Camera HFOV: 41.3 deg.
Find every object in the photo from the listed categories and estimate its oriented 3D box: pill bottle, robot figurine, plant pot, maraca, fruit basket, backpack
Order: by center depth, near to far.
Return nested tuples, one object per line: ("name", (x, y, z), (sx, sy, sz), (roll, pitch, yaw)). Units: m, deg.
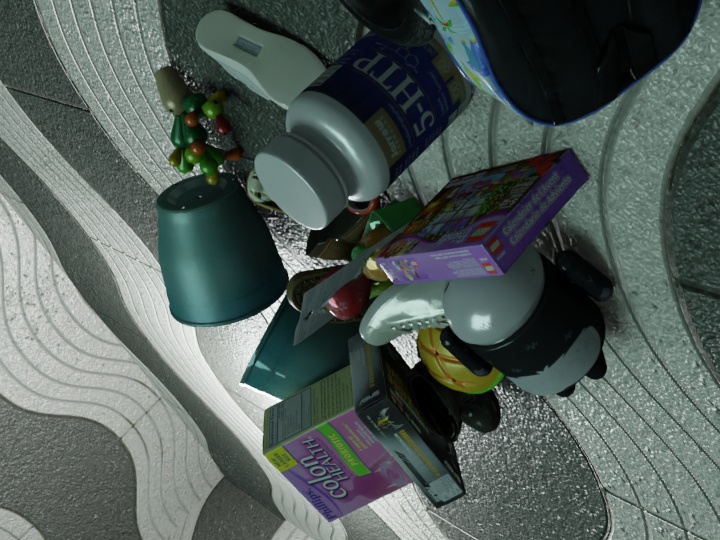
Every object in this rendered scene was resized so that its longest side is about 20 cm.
("backpack", (0.114, -0.209, 0.606), (0.200, 0.183, 0.147), (59, 176, -28))
("pill bottle", (0.000, -0.136, 0.895), (0.119, 0.200, 0.120), (36, 157, 18))
("robot figurine", (0.175, 0.050, 0.999), (0.200, 0.151, 0.125), (38, 173, -29))
("fruit basket", (0.000, 0.000, 1.144), (0.094, 0.199, 0.185), (55, 162, 15))
("maraca", (0.135, 0.070, 1.162), (0.137, 0.107, 0.200), (47, 140, 20))
("plant pot", (-0.059, 0.133, 1.496), (0.187, 0.201, 0.200), (28, 158, -1))
("plant pot", (-0.229, -0.045, 1.498), (0.200, 0.200, 0.189), (20, 133, 45))

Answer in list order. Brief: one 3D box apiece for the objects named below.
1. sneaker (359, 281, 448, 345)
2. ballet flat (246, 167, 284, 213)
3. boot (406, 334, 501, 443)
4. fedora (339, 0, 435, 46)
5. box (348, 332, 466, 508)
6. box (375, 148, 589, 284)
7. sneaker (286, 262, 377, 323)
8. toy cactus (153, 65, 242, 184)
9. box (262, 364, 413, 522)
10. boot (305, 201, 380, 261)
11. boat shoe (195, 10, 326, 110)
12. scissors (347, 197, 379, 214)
("sneaker", (0.080, 0.046, 1.099), (0.200, 0.073, 0.085), (-39, 61, 29))
("ballet flat", (-0.114, -0.114, 1.297), (0.063, 0.069, 0.200), (7, -172, -40))
("boot", (0.123, 0.181, 1.294), (0.200, 0.069, 0.174), (52, -161, -14))
("fedora", (0.024, -0.273, 0.741), (0.201, 0.092, 0.201), (48, 171, 11))
("box", (0.060, 0.190, 1.252), (0.200, 0.048, 0.159), (53, -165, -27))
("box", (0.113, -0.049, 0.939), (0.039, 0.137, 0.200), (50, 157, -16))
("sneaker", (-0.019, 0.024, 1.276), (0.090, 0.199, 0.068), (34, 116, 57))
("toy cactus", (-0.233, -0.214, 1.344), (0.166, 0.102, 0.200), (62, 161, 6))
("box", (-0.013, 0.247, 1.398), (0.176, 0.199, 0.097), (53, -162, -30))
("boot", (-0.005, -0.059, 1.254), (0.075, 0.074, 0.200), (19, 159, -16))
("boat shoe", (-0.105, -0.229, 1.101), (0.199, 0.072, 0.069), (28, 175, 22))
("scissors", (-0.034, -0.108, 1.203), (0.200, 0.014, 0.074), (7, 100, 56))
